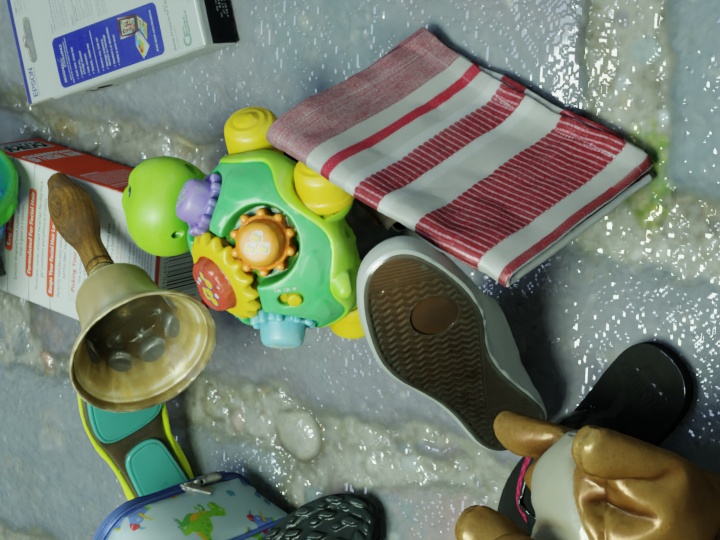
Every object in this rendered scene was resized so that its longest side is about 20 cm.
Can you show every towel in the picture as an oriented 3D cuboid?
[{"bbox_3d":[0.060,-0.074,1.245,0.200,0.144,0.023,33,143,32],"label":"towel"}]

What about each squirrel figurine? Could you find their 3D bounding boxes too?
[{"bbox_3d":[0.147,0.197,1.183,0.141,0.200,0.187,5,76,65],"label":"squirrel figurine"}]

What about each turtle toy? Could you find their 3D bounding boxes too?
[{"bbox_3d":[-0.075,-0.024,1.335,0.200,0.101,0.146,32,147,40],"label":"turtle toy"}]

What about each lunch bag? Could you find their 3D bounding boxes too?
[{"bbox_3d":[-0.142,0.245,1.466,0.082,0.161,0.200,39,122,29],"label":"lunch bag"}]

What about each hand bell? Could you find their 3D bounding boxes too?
[{"bbox_3d":[-0.184,-0.006,1.420,0.200,0.104,0.104,57,131,42],"label":"hand bell"}]

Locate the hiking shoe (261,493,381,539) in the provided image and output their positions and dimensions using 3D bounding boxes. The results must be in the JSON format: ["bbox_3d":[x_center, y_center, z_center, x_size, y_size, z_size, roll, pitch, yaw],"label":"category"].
[{"bbox_3d":[-0.047,0.242,1.444,0.074,0.087,0.200,40,99,28],"label":"hiking shoe"}]

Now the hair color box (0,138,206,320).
[{"bbox_3d":[-0.203,-0.024,1.533,0.200,0.064,0.111,18,111,36],"label":"hair color box"}]

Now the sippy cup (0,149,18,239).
[{"bbox_3d":[-0.330,-0.022,1.525,0.139,0.178,0.131,20,127,7],"label":"sippy cup"}]

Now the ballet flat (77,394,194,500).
[{"bbox_3d":[-0.174,0.112,1.500,0.067,0.067,0.200,37,151,50],"label":"ballet flat"}]

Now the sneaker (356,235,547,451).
[{"bbox_3d":[0.046,0.032,1.255,0.073,0.200,0.085,-27,46,9],"label":"sneaker"}]

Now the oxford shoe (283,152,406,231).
[{"bbox_3d":[0.004,-0.063,1.342,0.200,0.071,0.073,11,109,39],"label":"oxford shoe"}]

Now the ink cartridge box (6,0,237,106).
[{"bbox_3d":[-0.180,-0.190,1.497,0.200,0.039,0.100,-11,91,40],"label":"ink cartridge box"}]

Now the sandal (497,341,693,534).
[{"bbox_3d":[0.135,0.125,1.279,0.075,0.045,0.200,46,125,23],"label":"sandal"}]
